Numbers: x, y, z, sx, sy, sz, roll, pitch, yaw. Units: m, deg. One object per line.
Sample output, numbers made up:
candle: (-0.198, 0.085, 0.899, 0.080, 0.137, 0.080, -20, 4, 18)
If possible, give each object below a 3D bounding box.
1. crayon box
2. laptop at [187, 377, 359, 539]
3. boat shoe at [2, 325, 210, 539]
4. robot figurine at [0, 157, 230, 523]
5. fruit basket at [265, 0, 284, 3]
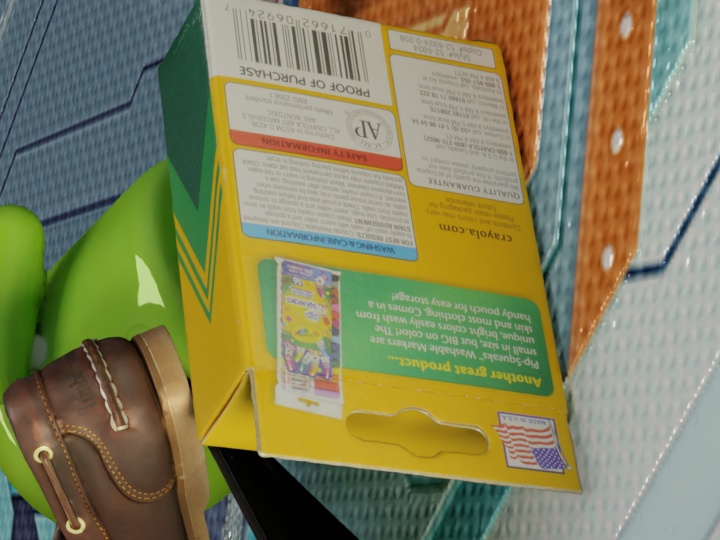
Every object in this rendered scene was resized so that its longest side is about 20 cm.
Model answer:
crayon box: (0.000, 0.000, 1.039, 0.052, 0.125, 0.201, 126, 145, -46)
laptop: (-0.020, 0.175, 1.047, 0.116, 0.200, 0.187, -42, 32, 3)
boat shoe: (-0.090, 0.104, 1.079, 0.070, 0.070, 0.201, -125, 19, -47)
robot figurine: (-0.074, 0.032, 1.149, 0.200, 0.175, 0.116, -43, 52, 37)
fruit basket: (-0.048, -0.231, 1.240, 0.186, 0.093, 0.201, -109, 16, -47)
